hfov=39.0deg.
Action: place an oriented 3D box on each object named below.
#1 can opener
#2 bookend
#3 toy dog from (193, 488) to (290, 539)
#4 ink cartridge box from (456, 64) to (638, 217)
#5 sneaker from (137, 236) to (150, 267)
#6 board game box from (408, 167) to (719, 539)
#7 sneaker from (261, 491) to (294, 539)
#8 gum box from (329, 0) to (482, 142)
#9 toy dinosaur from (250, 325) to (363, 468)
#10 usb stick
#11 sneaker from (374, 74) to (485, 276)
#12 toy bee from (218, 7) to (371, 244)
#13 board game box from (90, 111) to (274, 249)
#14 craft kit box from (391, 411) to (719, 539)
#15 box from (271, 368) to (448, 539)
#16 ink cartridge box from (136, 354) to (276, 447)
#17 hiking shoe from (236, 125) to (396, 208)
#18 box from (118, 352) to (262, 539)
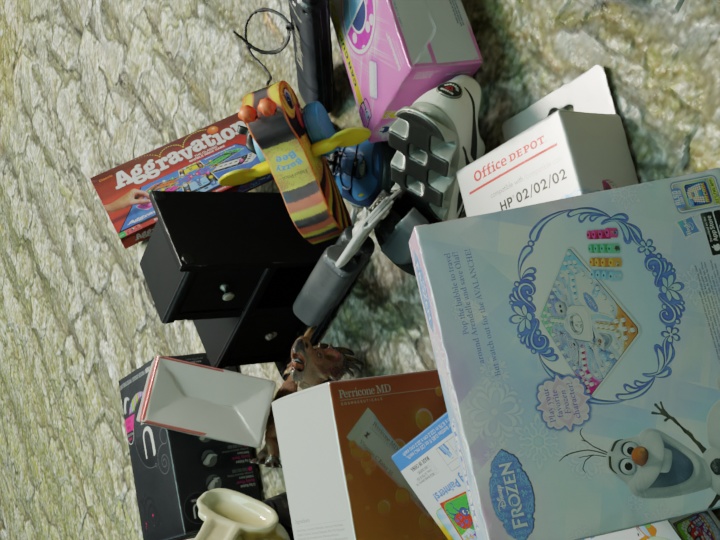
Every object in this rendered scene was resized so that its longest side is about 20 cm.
[{"bbox_3d":[0.000,0.000,0.867,0.067,0.053,0.200,40,147,4],"label":"can opener"},{"bbox_3d":[-0.129,0.024,0.996,0.199,0.199,0.092,-57,48,37],"label":"bookend"},{"bbox_3d":[-0.101,0.332,0.956,0.140,0.193,0.201,-75,-7,-59],"label":"toy dog"},{"bbox_3d":[0.139,-0.037,0.729,0.115,0.068,0.201,-29,69,50],"label":"ink cartridge box"},{"bbox_3d":[-0.180,0.005,1.104,0.200,0.076,0.112,-57,-30,-72],"label":"sneaker"},{"bbox_3d":[0.147,0.053,0.618,0.043,0.198,0.201,107,151,-75],"label":"board game box"},{"bbox_3d":[-0.050,0.262,0.997,0.200,0.083,0.077,-12,83,54],"label":"sneaker"},{"bbox_3d":[0.024,-0.226,0.856,0.114,0.066,0.201,127,130,-62],"label":"gum box"},{"bbox_3d":[-0.055,0.127,1.007,0.200,0.085,0.136,161,114,-70],"label":"toy dinosaur"},{"bbox_3d":[-0.044,-0.207,0.926,0.200,0.032,0.056,91,161,-71],"label":"usb stick"},{"bbox_3d":[0.066,-0.074,0.839,0.074,0.089,0.200,34,146,16],"label":"sneaker"},{"bbox_3d":[-0.071,-0.111,0.854,0.131,0.109,0.200,-40,92,17],"label":"toy bee"},{"bbox_3d":[-0.175,-0.103,1.070,0.103,0.199,0.019,53,164,38],"label":"board game box"},{"bbox_3d":[0.136,0.166,0.709,0.198,0.048,0.200,57,139,12],"label":"craft kit box"},{"bbox_3d":[0.014,0.195,0.869,0.097,0.124,0.201,-26,72,52],"label":"box"},{"bbox_3d":[-0.162,0.133,1.029,0.200,0.116,0.068,152,132,-74],"label":"ink cartridge box"},{"bbox_3d":[-0.035,-0.101,0.952,0.200,0.086,0.075,23,110,52],"label":"hiking shoe"},{"bbox_3d":[-0.200,0.207,1.184,0.122,0.106,0.201,-32,67,51],"label":"box"}]
